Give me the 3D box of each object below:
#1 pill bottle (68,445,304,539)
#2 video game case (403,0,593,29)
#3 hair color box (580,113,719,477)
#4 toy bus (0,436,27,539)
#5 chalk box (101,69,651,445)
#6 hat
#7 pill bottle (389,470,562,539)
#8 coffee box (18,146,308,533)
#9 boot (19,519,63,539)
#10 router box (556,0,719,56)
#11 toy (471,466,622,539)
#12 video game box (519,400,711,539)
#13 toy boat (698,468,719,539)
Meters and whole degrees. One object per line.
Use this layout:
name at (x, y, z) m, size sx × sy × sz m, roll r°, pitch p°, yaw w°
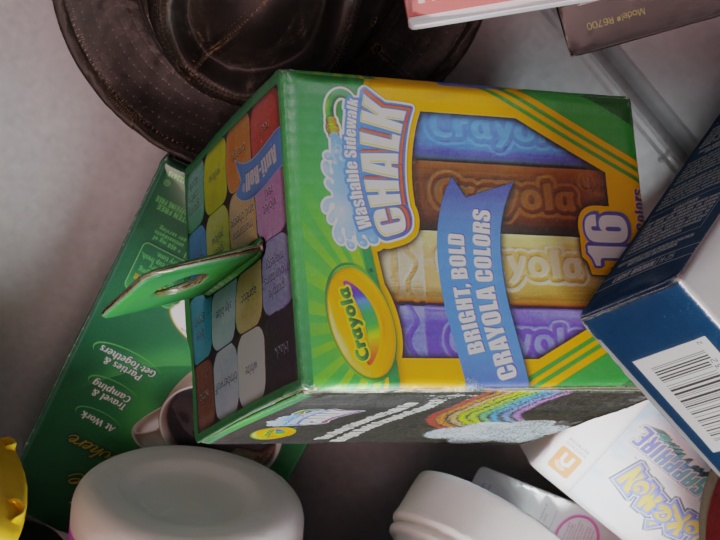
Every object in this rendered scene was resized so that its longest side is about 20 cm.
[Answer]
pill bottle at (-0.086, 0.189, 0.782) m, size 0.104 × 0.104 × 0.201 m, roll 8°, pitch 110°, yaw 1°
video game case at (0.072, -0.202, 0.652) m, size 0.142 × 0.017 × 0.201 m, roll -8°, pitch 98°, yaw 8°
hair color box at (0.179, -0.018, 0.679) m, size 0.100 × 0.200 × 0.060 m, roll 48°, pitch 146°, yaw -11°
toy bus at (-0.195, 0.113, 0.689) m, size 0.191 × 0.136 × 0.201 m, roll 13°, pitch 111°, yaw -19°
chalk box at (0.000, 0.000, 0.685) m, size 0.199 × 0.125 × 0.125 m, roll 3°, pitch 74°, yaw -25°
hat at (-0.034, -0.127, 0.706) m, size 0.199 × 0.081 × 0.202 m, roll -1°, pitch 105°, yaw -3°
pill bottle at (0.013, 0.191, 0.728) m, size 0.110 × 0.111 × 0.200 m, roll 34°, pitch 73°, yaw -10°
coffee box at (-0.076, 0.050, 0.810) m, size 0.123 × 0.044 × 0.201 m, roll 25°, pitch 111°, yaw -5°
boot at (-0.169, 0.221, 0.866) m, size 0.200 × 0.069 × 0.174 m, roll -25°, pitch 111°, yaw 37°
router box at (0.161, -0.188, 0.694) m, size 0.199 × 0.051 × 0.150 m, roll -15°, pitch 110°, yaw 8°
toy at (0.117, 0.177, 0.842) m, size 0.199 × 0.047 × 0.116 m, roll 23°, pitch 94°, yaw -13°
video game box at (0.204, 0.074, 0.786) m, size 0.200 × 0.047 × 0.182 m, roll 39°, pitch 100°, yaw -11°
toy boat at (0.239, 0.098, 0.703) m, size 0.200 × 0.131 × 0.131 m, roll -39°, pitch 103°, yaw 5°
